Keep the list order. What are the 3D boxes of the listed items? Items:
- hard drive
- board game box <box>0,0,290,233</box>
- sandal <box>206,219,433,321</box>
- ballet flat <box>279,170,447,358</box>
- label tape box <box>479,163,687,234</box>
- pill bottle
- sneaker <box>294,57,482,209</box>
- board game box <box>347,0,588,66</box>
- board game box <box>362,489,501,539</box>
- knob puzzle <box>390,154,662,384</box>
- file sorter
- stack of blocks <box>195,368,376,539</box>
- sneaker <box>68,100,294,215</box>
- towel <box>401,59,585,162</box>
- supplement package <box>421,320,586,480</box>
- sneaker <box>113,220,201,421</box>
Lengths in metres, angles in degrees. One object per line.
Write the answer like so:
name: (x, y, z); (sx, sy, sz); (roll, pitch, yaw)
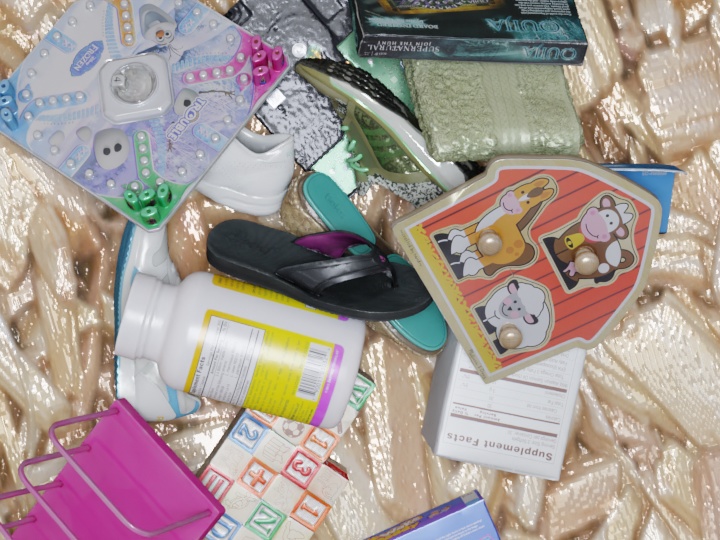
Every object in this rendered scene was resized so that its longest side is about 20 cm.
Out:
hard drive: (-0.036, -0.175, 1.390); (0.140, 0.038, 0.200); (-43, 95, -1)
board game box: (-0.196, -0.161, 1.327); (0.200, 0.026, 0.200); (33, 74, 15)
sandal: (-0.034, -0.007, 1.291); (0.200, 0.075, 0.048); (15, 131, 7)
ballet flat: (0.000, 0.000, 1.370); (0.070, 0.065, 0.200); (-37, 91, -40)
label tape box: (0.188, -0.061, 1.331); (0.143, 0.200, 0.066); (0, 95, -4)
pill bottle: (-0.103, 0.062, 1.305); (0.200, 0.104, 0.104); (16, 92, -5)
sneaker: (0.012, -0.108, 1.349); (0.200, 0.077, 0.089); (40, 107, -1)
board game box: (0.089, -0.234, 1.347); (0.200, 0.135, 0.028); (1, 137, -9)
board game box: (0.046, 0.307, 1.420); (0.200, 0.045, 0.135); (-23, 95, -3)
knob puzzle: (0.153, -0.009, 1.249); (0.219, 0.030, 0.220); (-1, 118, -2)
file sorter: (-0.246, 0.234, 1.306); (0.139, 0.125, 0.200); (45, 110, 17)
stack of blocks: (-0.066, 0.167, 1.396); (0.115, 0.059, 0.200); (34, 90, -5)
sneaker: (-0.155, -0.114, 1.354); (0.200, 0.075, 0.089); (10, 126, -13)
towel: (0.110, -0.174, 1.344); (0.148, 0.037, 0.200); (-2, 53, -9)
supplement package: (0.134, 0.072, 1.377); (0.117, 0.117, 0.200); (12, 93, -5)
sneaker: (-0.180, 0.036, 1.378); (0.081, 0.077, 0.200); (0, 100, -11)
